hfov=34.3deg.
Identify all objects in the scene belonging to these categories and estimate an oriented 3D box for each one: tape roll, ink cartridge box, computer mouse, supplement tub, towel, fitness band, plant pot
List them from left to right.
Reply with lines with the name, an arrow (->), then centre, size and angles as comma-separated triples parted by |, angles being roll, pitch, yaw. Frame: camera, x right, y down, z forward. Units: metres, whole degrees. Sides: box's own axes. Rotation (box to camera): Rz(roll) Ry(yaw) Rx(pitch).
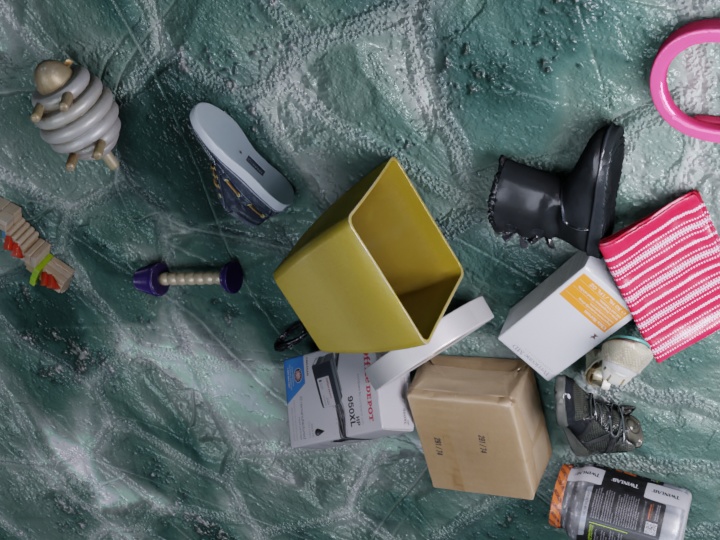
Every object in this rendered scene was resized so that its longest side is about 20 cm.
computer mouse -> -0.061, 0.100, 1.857 | 0.198, 0.059, 0.034 | -17, 134, 40
ink cartridge box -> -0.020, 0.194, 1.839 | 0.198, 0.084, 0.147 | -18, 72, 38
plant pot -> 0.000, 0.000, 1.609 | 0.175, 0.201, 0.202 | -24, 108, 31
tape roll -> 0.099, 0.104, 1.667 | 0.202, 0.201, 0.037 | -38, 81, 43
supplement tub -> 0.393, 0.367, 1.769 | 0.197, 0.123, 0.124 | 13, 132, 19
towel -> 0.404, 0.009, 1.494 | 0.143, 0.023, 0.202 | -29, 113, 8
fitness band -> 0.431, -0.215, 1.334 | 0.197, 0.038, 0.146 | 7, 128, 23

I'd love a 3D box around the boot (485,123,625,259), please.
boot -> 0.249, -0.112, 1.502 | 0.160, 0.073, 0.201 | 19, 131, 23

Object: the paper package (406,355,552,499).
paper package -> 0.184, 0.237, 1.796 | 0.188, 0.104, 0.202 | 2, 127, 30

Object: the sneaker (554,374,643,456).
sneaker -> 0.342, 0.206, 1.681 | 0.112, 0.077, 0.200 | -7, 143, 24

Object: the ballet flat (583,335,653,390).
ballet flat -> 0.347, 0.131, 1.579 | 0.066, 0.063, 0.200 | 18, 171, 2

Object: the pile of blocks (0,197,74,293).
pile of blocks -> -0.589, -0.029, 2.042 | 0.081, 0.062, 0.201 | -22, 112, 40

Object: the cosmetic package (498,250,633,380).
cosmetic package -> 0.291, 0.056, 1.609 | 0.101, 0.072, 0.200 | 38, 135, -5

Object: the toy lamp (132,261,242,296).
toy lamp -> -0.287, 0.014, 1.912 | 0.197, 0.058, 0.059 | 1, 127, 30

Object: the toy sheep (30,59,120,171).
toy sheep -> -0.421, -0.227, 1.738 | 0.136, 0.139, 0.202 | -2, 132, 30

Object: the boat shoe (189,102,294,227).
boat shoe -> -0.194, -0.148, 1.714 | 0.090, 0.071, 0.200 | -31, 109, 38
